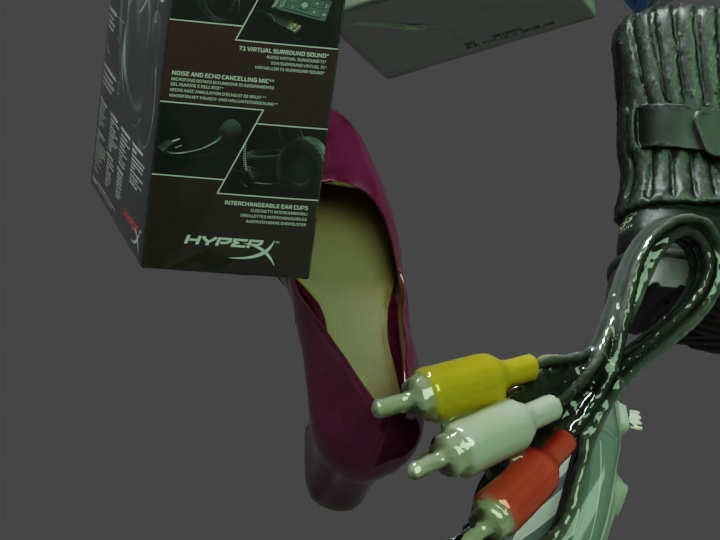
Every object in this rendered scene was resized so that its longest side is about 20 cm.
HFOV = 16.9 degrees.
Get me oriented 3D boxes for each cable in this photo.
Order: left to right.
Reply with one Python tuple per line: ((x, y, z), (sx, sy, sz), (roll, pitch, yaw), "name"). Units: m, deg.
((0.097, 0.051, 1.019), (0.200, 0.050, 0.097), (-32, 94, -25), "cable")

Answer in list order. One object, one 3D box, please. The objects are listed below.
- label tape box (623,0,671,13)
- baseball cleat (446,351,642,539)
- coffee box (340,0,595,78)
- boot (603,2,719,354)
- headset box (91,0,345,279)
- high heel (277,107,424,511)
((0.177, -0.240, 1.273), (0.200, 0.063, 0.144), (-34, 76, -29), "label tape box")
((0.060, 0.117, 1.044), (0.106, 0.070, 0.201), (14, 59, -11), "baseball cleat")
((0.039, -0.209, 1.167), (0.114, 0.080, 0.201), (-15, 65, 22), "coffee box")
((0.213, -0.035, 1.148), (0.211, 0.079, 0.158), (16, 62, -15), "boot")
((-0.059, -0.113, 1.028), (0.077, 0.149, 0.201), (5, 103, -16), "headset box")
((0.000, 0.000, 1.071), (0.067, 0.096, 0.201), (0, 63, -17), "high heel")
